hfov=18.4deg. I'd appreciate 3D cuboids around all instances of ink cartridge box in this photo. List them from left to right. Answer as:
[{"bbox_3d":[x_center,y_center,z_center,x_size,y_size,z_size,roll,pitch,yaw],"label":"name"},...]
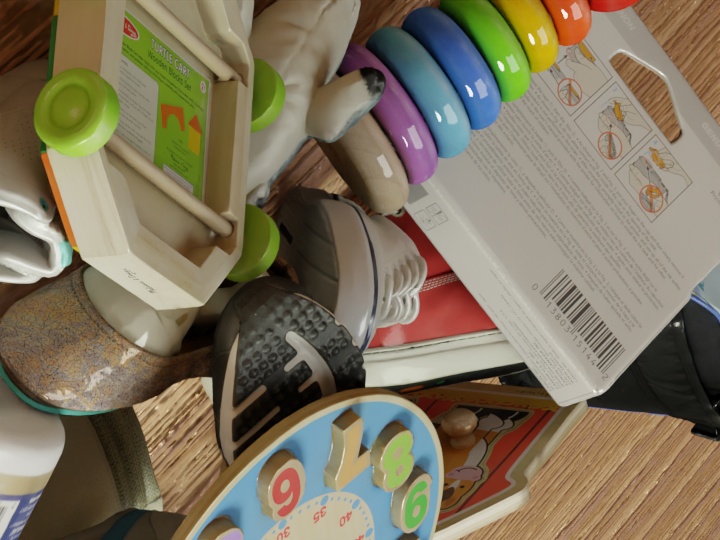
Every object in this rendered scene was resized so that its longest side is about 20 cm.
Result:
[{"bbox_3d":[0.113,-0.057,1.226,0.176,0.200,0.045,-42,-172,-29],"label":"ink cartridge box"}]

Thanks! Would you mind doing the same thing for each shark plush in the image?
[{"bbox_3d":[-0.058,-0.051,1.056,0.083,0.090,0.201,-120,-125,-82],"label":"shark plush"}]

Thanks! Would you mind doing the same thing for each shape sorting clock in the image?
[{"bbox_3d":[-0.030,0.142,0.961,0.200,0.039,0.201,-38,146,-31],"label":"shape sorting clock"}]

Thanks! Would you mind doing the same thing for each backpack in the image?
[{"bbox_3d":[0.168,-0.002,1.425,0.200,0.182,0.148,62,40,-60],"label":"backpack"}]

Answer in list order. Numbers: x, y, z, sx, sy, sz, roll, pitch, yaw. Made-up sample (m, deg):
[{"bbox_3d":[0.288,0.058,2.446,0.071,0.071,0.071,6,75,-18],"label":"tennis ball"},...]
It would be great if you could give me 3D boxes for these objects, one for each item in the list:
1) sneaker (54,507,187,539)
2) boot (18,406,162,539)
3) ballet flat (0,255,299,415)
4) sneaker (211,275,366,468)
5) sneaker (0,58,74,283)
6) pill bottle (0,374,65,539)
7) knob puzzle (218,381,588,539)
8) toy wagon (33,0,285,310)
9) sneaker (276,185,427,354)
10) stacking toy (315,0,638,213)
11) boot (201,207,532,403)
[{"bbox_3d":[-0.128,0.167,0.975,0.200,0.080,0.077,-31,125,-55],"label":"sneaker"},{"bbox_3d":[-0.160,0.161,1.067,0.154,0.072,0.202,-27,123,-54],"label":"boot"},{"bbox_3d":[-0.087,0.015,0.978,0.067,0.068,0.200,-47,166,20],"label":"ballet flat"},{"bbox_3d":[-0.041,0.067,0.996,0.073,0.080,0.201,-33,145,-18],"label":"sneaker"},{"bbox_3d":[-0.138,-0.030,0.890,0.200,0.088,0.076,-21,136,-55],"label":"sneaker"},{"bbox_3d":[-0.212,0.128,0.912,0.201,0.111,0.111,-61,156,9],"label":"pill bottle"},{"bbox_3d":[0.004,0.105,1.226,0.219,0.218,0.031,-36,123,-41],"label":"knob puzzle"},{"bbox_3d":[-0.079,-0.089,0.908,0.155,0.039,0.202,41,47,-60],"label":"toy wagon"},{"bbox_3d":[0.000,0.000,1.098,0.200,0.070,0.074,-110,-143,-73],"label":"sneaker"},{"bbox_3d":[0.066,-0.118,1.123,0.199,0.085,0.085,-36,153,-7],"label":"stacking toy"},{"bbox_3d":[-0.002,-0.001,1.230,0.198,0.145,0.072,-10,170,-17],"label":"boot"}]
